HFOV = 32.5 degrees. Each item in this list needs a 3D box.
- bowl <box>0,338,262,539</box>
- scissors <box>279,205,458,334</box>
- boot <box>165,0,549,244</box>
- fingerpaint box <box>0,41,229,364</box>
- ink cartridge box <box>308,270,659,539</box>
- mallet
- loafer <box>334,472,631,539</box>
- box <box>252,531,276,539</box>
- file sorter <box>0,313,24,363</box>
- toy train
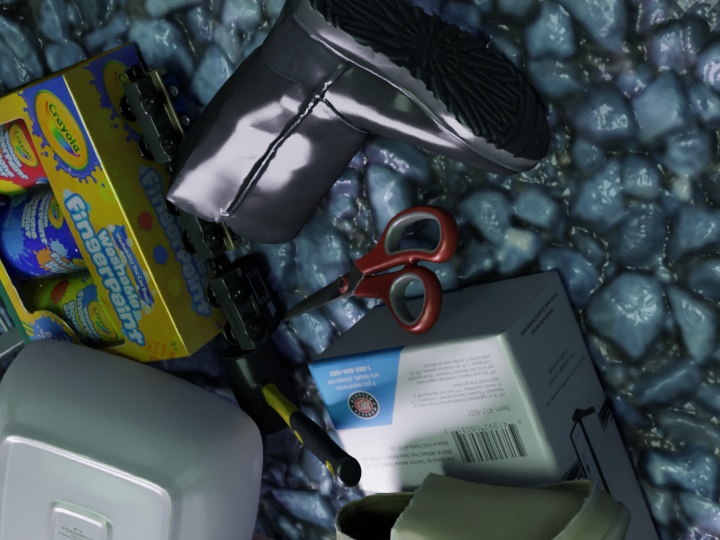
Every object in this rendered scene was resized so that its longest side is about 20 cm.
[{"bbox_3d":[-0.175,0.166,0.844,0.198,0.075,0.202,18,114,10],"label":"bowl"},{"bbox_3d":[0.000,0.000,0.764,0.199,0.014,0.074,-1,83,61],"label":"scissors"},{"bbox_3d":[-0.009,-0.067,0.714,0.164,0.066,0.200,34,138,-10],"label":"boot"},{"bbox_3d":[-0.193,-0.035,0.859,0.165,0.073,0.202,-9,109,38],"label":"fingerpaint box"},{"bbox_3d":[0.078,0.118,0.746,0.145,0.084,0.202,-11,108,38],"label":"ink cartridge box"},{"bbox_3d":[-0.038,0.103,0.788,0.200,0.041,0.066,38,151,60],"label":"mallet"},{"bbox_3d":[0.054,0.147,0.673,0.199,0.076,0.069,-24,106,40],"label":"loafer"},{"bbox_3d":[-0.051,0.278,0.955,0.198,0.040,0.138,14,123,29],"label":"box"},{"bbox_3d":[-0.373,0.056,0.993,0.199,0.139,0.125,-32,92,41],"label":"file sorter"},{"bbox_3d":[-0.101,-0.043,0.810,0.034,0.046,0.202,-7,112,45],"label":"toy train"}]
